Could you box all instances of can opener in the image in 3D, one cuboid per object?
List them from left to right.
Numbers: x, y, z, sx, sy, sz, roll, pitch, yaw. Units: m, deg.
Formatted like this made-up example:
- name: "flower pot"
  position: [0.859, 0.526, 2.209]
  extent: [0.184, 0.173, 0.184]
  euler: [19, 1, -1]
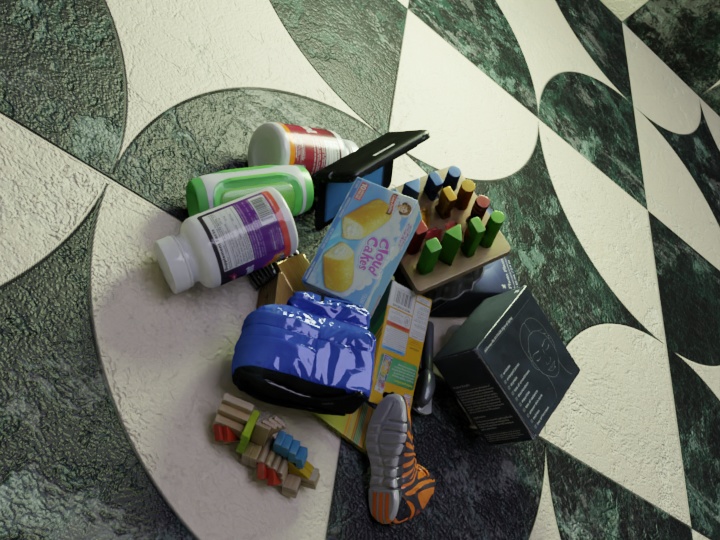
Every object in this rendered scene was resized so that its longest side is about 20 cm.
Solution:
- name: "can opener"
  position: [0.116, 0.169, 1.485]
  extent: [0.052, 0.066, 0.202]
  euler: [28, 43, -25]

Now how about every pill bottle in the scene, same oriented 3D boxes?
- name: "pill bottle"
  position: [-0.203, -0.041, 1.234]
  extent: [0.198, 0.112, 0.113]
  euler: [-24, 79, -21]
- name: "pill bottle"
  position: [-0.097, -0.203, 1.485]
  extent: [0.198, 0.113, 0.114]
  euler: [-1, 64, -45]

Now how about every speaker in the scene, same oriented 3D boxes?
- name: "speaker"
  position: [-0.179, -0.122, 1.335]
  extent: [0.197, 0.089, 0.090]
  euler: [-11, 70, -27]

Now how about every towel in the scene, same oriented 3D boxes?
- name: "towel"
  position: [-0.041, 0.221, 1.331]
  extent: [0.199, 0.018, 0.087]
  euler: [39, 39, -18]

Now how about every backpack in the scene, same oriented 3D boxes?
- name: "backpack"
  position: [-0.089, 0.122, 1.220]
  extent: [0.197, 0.163, 0.170]
  euler: [11, 62, -9]

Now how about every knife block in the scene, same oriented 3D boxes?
- name: "knife block"
  position: [-0.110, 0.016, 1.363]
  extent: [0.198, 0.064, 0.178]
  euler: [28, 48, -27]

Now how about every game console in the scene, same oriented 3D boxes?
- name: "game console"
  position: [0.020, -0.160, 1.464]
  extent: [0.199, 0.175, 0.118]
  euler: [-34, 114, -30]

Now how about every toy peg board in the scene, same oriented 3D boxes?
- name: "toy peg board"
  position: [0.141, -0.096, 1.417]
  extent: [0.198, 0.098, 0.201]
  euler: [-22, 67, -20]

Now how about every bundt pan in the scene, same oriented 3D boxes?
- name: "bundt pan"
  position: [0.142, -0.049, 1.501]
  extent: [0.198, 0.076, 0.205]
  euler: [1, 68, -2]

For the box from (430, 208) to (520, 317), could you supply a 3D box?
- name: "box"
  position: [0.197, -0.019, 1.641]
  extent: [0.196, 0.123, 0.203]
  euler: [2, 62, -42]

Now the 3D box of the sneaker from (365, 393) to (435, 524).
- name: "sneaker"
  position: [0.068, 0.303, 1.325]
  extent: [0.111, 0.077, 0.204]
  euler: [13, 81, -48]

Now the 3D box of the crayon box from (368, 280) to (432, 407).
- name: "crayon box"
  position: [0.052, 0.130, 1.394]
  extent: [0.125, 0.051, 0.203]
  euler: [26, 72, -49]

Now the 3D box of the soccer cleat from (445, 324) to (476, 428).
- name: "soccer cleat"
  position: [0.204, 0.199, 1.546]
  extent: [0.077, 0.069, 0.203]
  euler: [-10, 74, -43]

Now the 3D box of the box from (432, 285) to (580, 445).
- name: "box"
  position: [0.267, 0.172, 1.485]
  extent: [0.200, 0.123, 0.198]
  euler: [-42, 103, -38]

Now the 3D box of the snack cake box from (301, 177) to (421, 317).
- name: "snack cake box"
  position: [0.005, -0.035, 1.310]
  extent: [0.114, 0.067, 0.202]
  euler: [21, 71, 18]

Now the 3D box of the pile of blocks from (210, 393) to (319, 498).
- name: "pile of blocks"
  position: [-0.133, 0.260, 1.164]
  extent: [0.199, 0.082, 0.063]
  euler: [41, 42, -17]
